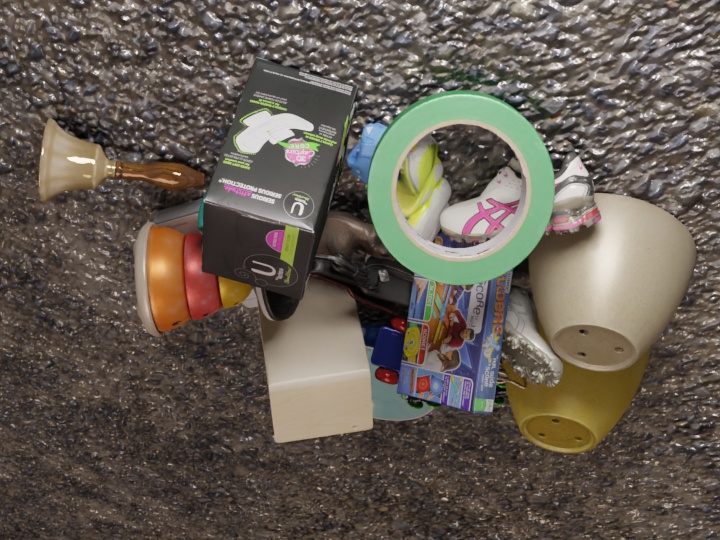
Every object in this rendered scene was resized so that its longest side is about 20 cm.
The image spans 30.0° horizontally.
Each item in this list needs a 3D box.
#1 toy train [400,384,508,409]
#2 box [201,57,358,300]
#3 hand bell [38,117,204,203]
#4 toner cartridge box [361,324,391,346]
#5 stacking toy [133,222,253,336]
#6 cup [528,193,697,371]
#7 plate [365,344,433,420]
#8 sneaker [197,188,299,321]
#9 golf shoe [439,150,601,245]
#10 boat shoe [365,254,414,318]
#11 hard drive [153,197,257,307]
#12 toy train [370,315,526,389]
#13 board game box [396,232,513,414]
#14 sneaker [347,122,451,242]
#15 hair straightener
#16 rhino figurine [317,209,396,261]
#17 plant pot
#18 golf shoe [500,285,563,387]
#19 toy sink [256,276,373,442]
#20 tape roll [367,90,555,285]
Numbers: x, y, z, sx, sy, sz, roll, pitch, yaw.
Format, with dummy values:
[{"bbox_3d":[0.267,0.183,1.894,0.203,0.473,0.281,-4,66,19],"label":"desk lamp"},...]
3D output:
[{"bbox_3d":[0.139,0.155,1.821,0.197,0.057,0.042,0,121,-27],"label":"toy train"},{"bbox_3d":[-0.089,-0.099,1.476,0.123,0.202,0.149,16,148,2],"label":"box"},{"bbox_3d":[-0.292,-0.125,1.667,0.197,0.105,0.105,6,149,-7],"label":"hand bell"},{"bbox_3d":[0.043,0.119,1.894,0.197,0.044,0.095,-1,145,26],"label":"toner cartridge box"},{"bbox_3d":[-0.186,0.006,1.729,0.197,0.148,0.147,-4,146,3],"label":"stacking toy"},{"bbox_3d":[0.280,0.029,1.552,0.197,0.145,0.201,13,148,8],"label":"cup"},{"bbox_3d":[0.015,0.150,1.891,0.197,0.026,0.201,13,146,8],"label":"plate"},{"bbox_3d":[-0.141,-0.036,1.638,0.120,0.203,0.083,-7,180,44],"label":"sneaker"},{"bbox_3d":[0.173,-0.083,1.512,0.198,0.072,0.093,-9,103,35],"label":"golf shoe"},{"bbox_3d":[0.092,0.036,1.726,0.198,0.062,0.075,27,152,-12],"label":"boat shoe"},{"bbox_3d":[-0.165,-0.023,1.793,0.131,0.027,0.200,-12,137,37],"label":"hard drive"},{"bbox_3d":[0.113,0.122,1.745,0.197,0.086,0.116,17,-179,0],"label":"toy train"},{"bbox_3d":[0.113,0.059,1.598,0.034,0.203,0.134,8,-179,-41],"label":"board game box"},{"bbox_3d":[0.044,-0.106,1.545,0.104,0.076,0.201,26,152,21],"label":"sneaker"},{"bbox_3d":[0.000,0.000,1.615,0.076,0.041,0.199,-18,145,41],"label":"hair straightener"},{"bbox_3d":[-0.024,-0.040,1.649,0.198,0.060,0.088,9,149,32],"label":"rhino figurine"},{"bbox_3d":[0.269,0.150,1.742,0.197,0.143,0.201,12,148,7],"label":"plant pot"},{"bbox_3d":[0.190,0.058,1.622,0.200,0.097,0.079,41,156,40],"label":"golf shoe"},{"bbox_3d":[-0.062,0.111,1.738,0.128,0.201,0.113,-8,130,-6],"label":"toy sink"},{"bbox_3d":[0.106,-0.088,1.426,0.198,0.203,0.048,18,-168,-2],"label":"tape roll"}]
